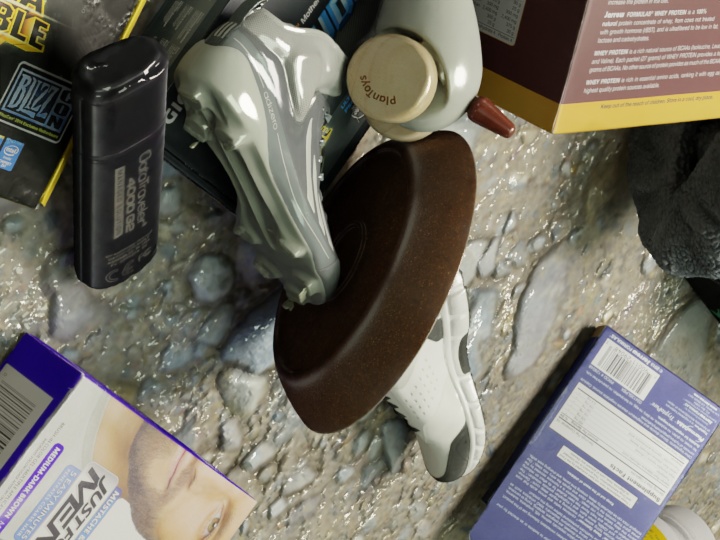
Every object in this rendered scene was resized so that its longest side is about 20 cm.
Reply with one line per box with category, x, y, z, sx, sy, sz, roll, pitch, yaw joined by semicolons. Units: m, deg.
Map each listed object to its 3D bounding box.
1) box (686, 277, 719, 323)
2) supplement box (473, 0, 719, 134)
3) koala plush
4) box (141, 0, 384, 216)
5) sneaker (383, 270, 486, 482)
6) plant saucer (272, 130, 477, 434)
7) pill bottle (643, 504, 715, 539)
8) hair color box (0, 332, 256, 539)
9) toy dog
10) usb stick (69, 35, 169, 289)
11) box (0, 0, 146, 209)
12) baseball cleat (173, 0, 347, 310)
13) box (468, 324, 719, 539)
box;0.372;0.001;1.580;0.149;0.124;0.200;-53;140;-5
supplement box;0.163;-0.208;1.217;0.197;0.133;0.200;-9;121;-43
koala plush;0.317;-0.077;1.414;0.200;0.177;0.184;2;122;-29
box;-0.042;-0.133;1.120;0.200;0.046;0.159;-55;141;-3
sneaker;0.035;0.070;1.327;0.080;0.074;0.200;-24;127;-16
plant saucer;0.000;0.000;1.158;0.034;0.200;0.200;25;96;-21
pill bottle;0.203;0.259;1.578;0.200;0.111;0.111;-16;125;-39
hair color box;-0.159;0.133;1.156;0.109;0.065;0.200;-54;142;-7
toy dog;0.064;-0.154;1.089;0.132;0.096;0.200;-52;161;-66
usb stick;-0.131;-0.054;1.032;0.055;0.033;0.200;-33;159;-24
box;-0.206;-0.131;0.949;0.200;0.049;0.160;21;100;-51
baseball cleat;-0.034;-0.066;1.081;0.106;0.070;0.200;-48;144;-21
box;0.180;0.158;1.489;0.200;0.121;0.032;-55;-175;-9
